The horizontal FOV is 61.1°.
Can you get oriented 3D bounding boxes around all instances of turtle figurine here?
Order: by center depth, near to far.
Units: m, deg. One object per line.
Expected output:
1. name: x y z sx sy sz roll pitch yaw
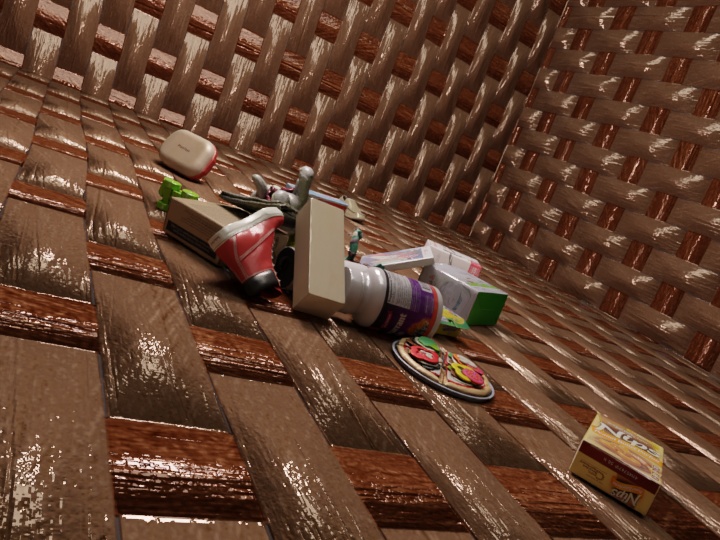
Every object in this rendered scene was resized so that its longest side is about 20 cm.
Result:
1. turtle figurine: 0.000 0.000 1.373 0.152 0.099 0.200 64 -9 -30

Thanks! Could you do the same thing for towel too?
1. towel: -0.172 -0.124 1.290 0.197 0.035 0.191 16 -5 35

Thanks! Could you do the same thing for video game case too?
1. video game case: 0.094 -0.028 1.613 0.194 0.024 0.182 -9 10 5

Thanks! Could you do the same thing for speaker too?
1. speaker: -0.073 0.011 1.207 0.197 0.083 0.081 14 14 -41

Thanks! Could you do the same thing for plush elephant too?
1. plush elephant: -0.218 -0.172 1.514 0.152 0.203 0.166 24 50 13

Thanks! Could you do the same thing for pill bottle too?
1. pill bottle: 0.048 0.059 1.147 0.196 0.114 0.111 17 12 -24

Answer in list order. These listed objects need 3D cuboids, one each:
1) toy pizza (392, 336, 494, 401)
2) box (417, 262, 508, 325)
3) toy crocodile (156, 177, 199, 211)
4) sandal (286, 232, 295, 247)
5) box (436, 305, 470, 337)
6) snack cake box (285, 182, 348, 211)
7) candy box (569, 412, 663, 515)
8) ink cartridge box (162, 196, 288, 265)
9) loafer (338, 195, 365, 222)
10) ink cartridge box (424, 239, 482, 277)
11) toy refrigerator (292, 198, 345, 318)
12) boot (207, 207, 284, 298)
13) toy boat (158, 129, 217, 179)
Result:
1. toy pizza: 0.148 0.164 1.074 0.196 0.032 0.200 22 12 -5
2. box: 0.267 0.060 1.611 0.175 0.099 0.198 30 13 33
3. toy crocodile: -0.391 -0.150 1.336 0.198 0.069 0.061 33 15 39
4. sandal: -0.124 -0.049 1.385 0.078 0.089 0.199 2 20 32
5. box: 0.145 0.090 1.366 0.115 0.049 0.199 15 12 -37
6. snack cake box: -0.143 -0.173 1.805 0.197 0.117 0.067 13 14 -43
7. candy box: 0.398 0.289 0.939 0.114 0.056 0.199 28 13 25
8. ink cartridge box: -0.267 -0.075 1.226 0.162 0.077 0.199 27 13 27
9. loafer: -0.042 -0.257 2.498 0.075 0.070 0.199 12 16 -41
10. ink cartridge box: 0.308 -0.024 2.103 0.196 0.087 0.146 21 11 0
11. toy refrigerator: -0.077 -0.022 1.110 0.074 0.070 0.204 17 53 -28
12. boot: -0.169 -0.027 1.089 0.146 0.072 0.200 53 30 -4
13. toy boat: -0.520 -0.340 1.879 0.197 0.132 0.131 29 -17 25
